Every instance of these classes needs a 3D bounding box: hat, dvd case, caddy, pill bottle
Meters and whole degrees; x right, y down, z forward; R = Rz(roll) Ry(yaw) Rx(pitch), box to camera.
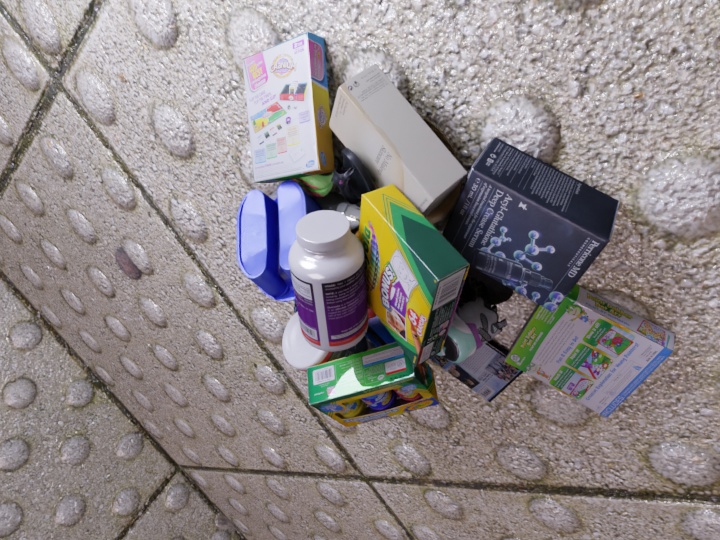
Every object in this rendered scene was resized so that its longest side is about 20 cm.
[{"bbox_3d":[0.152,0.002,0.859,0.196,0.083,0.201,5,157,2],"label":"hat"},{"bbox_3d":[0.209,0.166,1.018,0.198,0.018,0.144,35,137,8],"label":"dvd case"},{"bbox_3d":[-0.129,-0.051,0.872,0.139,0.204,0.105,-12,156,16],"label":"caddy"},{"bbox_3d":[-0.049,0.156,1.021,0.118,0.122,0.199,0,159,36],"label":"pill bottle"},{"bbox_3d":[-0.046,0.017,0.768,0.111,0.113,0.203,17,133,23],"label":"pill bottle"}]

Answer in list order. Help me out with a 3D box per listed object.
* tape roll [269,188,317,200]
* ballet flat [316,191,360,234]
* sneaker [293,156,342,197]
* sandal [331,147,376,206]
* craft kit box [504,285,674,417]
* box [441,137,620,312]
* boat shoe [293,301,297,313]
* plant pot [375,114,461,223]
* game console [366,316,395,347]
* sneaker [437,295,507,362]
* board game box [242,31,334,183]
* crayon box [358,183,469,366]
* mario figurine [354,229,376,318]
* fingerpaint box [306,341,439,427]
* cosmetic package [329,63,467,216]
[{"bbox_3d":[-0.109,-0.073,1.016,0.197,0.066,0.203,21,135,22],"label":"tape roll"},{"bbox_3d":[0.009,-0.078,0.919,0.199,0.068,0.064,41,157,-10],"label":"ballet flat"},{"bbox_3d":[-0.107,-0.202,0.910,0.199,0.084,0.077,37,170,27],"label":"sneaker"},{"bbox_3d":[-0.015,-0.130,0.808,0.076,0.048,0.200,51,174,4],"label":"sandal"},{"bbox_3d":[0.367,0.130,0.854,0.195,0.049,0.202,27,136,12],"label":"craft kit box"},{"bbox_3d":[0.234,-0.065,0.739,0.198,0.107,0.150,30,137,11],"label":"box"},{"bbox_3d":[-0.121,0.025,0.995,0.067,0.085,0.203,8,128,15],"label":"boat shoe"},{"bbox_3d":[0.074,-0.165,0.833,0.197,0.028,0.203,20,133,22],"label":"plant pot"},{"bbox_3d":[0.063,0.107,1.061,0.200,0.118,0.171,44,108,5],"label":"game console"},{"bbox_3d":[0.163,0.083,0.851,0.199,0.138,0.079,22,132,65],"label":"sneaker"},{"bbox_3d":[-0.117,-0.251,0.823,0.151,0.040,0.205,-1,96,37],"label":"board game box"},{"bbox_3d":[0.062,0.010,0.737,0.173,0.058,0.202,50,152,31],"label":"crayon box"},{"bbox_3d":[0.000,0.000,0.923,0.124,0.105,0.202,51,160,44],"label":"mario figurine"},{"bbox_3d":[0.026,0.213,0.939,0.196,0.075,0.167,-18,146,14],"label":"fingerpaint box"},{"bbox_3d":[0.048,-0.174,0.731,0.201,0.073,0.104,52,161,7],"label":"cosmetic package"}]
